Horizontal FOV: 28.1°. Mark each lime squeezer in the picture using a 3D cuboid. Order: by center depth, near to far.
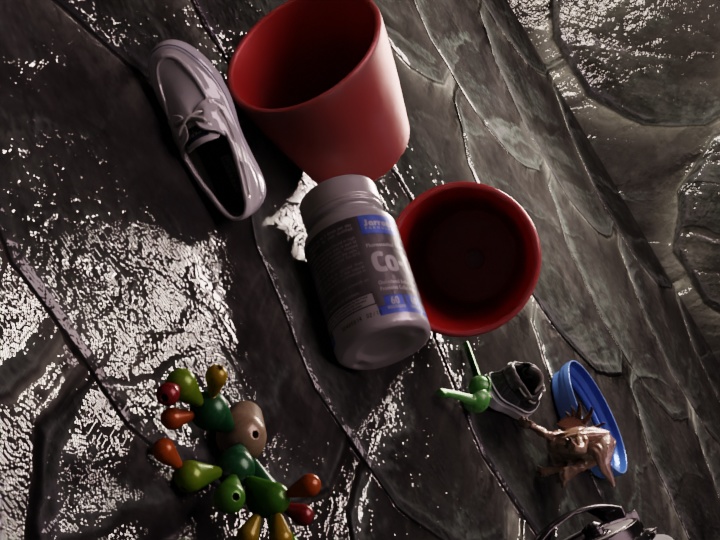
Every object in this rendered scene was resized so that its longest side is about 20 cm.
[{"bbox_3d":[0.145,0.155,1.933,0.070,0.038,0.200,31,21,4],"label":"lime squeezer"}]

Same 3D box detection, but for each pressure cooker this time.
[{"bbox_3d":[0.297,0.393,1.775,0.202,0.177,0.176,65,23,7],"label":"pressure cooker"}]

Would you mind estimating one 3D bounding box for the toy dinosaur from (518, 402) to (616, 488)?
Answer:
[{"bbox_3d":[0.319,0.249,2.065,0.134,0.199,0.087,-11,103,-31],"label":"toy dinosaur"}]

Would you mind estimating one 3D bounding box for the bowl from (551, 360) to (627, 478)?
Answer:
[{"bbox_3d":[0.374,0.247,2.363,0.201,0.039,0.202,51,22,-30],"label":"bowl"}]

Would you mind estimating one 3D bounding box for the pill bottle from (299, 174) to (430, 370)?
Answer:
[{"bbox_3d":[0.000,0.000,1.635,0.114,0.113,0.202,29,38,-57],"label":"pill bottle"}]

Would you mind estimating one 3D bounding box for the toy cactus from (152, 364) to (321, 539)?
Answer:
[{"bbox_3d":[-0.102,0.152,1.239,0.200,0.102,0.165,48,13,-14],"label":"toy cactus"}]

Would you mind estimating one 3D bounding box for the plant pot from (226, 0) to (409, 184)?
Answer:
[{"bbox_3d":[-0.035,-0.205,1.725,0.178,0.198,0.202,57,17,-45],"label":"plant pot"}]

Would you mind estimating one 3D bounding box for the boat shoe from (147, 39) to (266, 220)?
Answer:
[{"bbox_3d":[-0.159,-0.145,1.483,0.201,0.073,0.065,58,16,-10],"label":"boat shoe"}]

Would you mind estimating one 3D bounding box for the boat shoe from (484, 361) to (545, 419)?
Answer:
[{"bbox_3d":[0.233,0.169,2.061,0.073,0.070,0.200,66,19,13],"label":"boat shoe"}]

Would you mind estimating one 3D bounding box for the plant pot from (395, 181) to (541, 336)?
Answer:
[{"bbox_3d":[0.142,-0.016,1.902,0.202,0.199,0.177,63,9,3],"label":"plant pot"}]

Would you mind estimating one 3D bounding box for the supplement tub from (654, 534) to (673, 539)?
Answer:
[{"bbox_3d":[0.440,0.495,2.048,0.201,0.144,0.145,59,20,-10],"label":"supplement tub"}]
